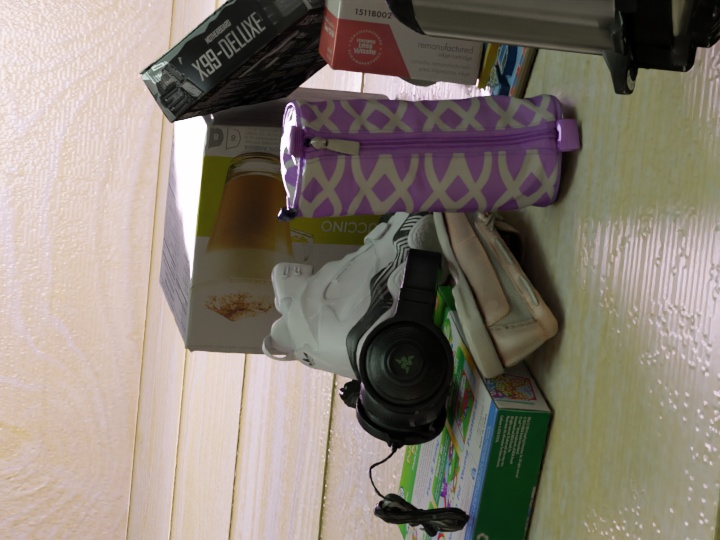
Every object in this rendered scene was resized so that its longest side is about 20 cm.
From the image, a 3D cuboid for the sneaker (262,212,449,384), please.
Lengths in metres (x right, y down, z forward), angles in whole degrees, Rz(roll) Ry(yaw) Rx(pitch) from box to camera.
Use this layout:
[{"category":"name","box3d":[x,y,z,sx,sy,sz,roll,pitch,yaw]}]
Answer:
[{"category":"sneaker","box3d":[0.000,0.000,1.575,0.075,0.114,0.201,70,-146,-48]}]

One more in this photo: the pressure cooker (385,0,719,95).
[{"category":"pressure cooker","box3d":[0.120,-0.199,1.089,0.177,0.198,0.180,80,-156,-46]}]

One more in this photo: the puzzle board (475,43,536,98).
[{"category":"puzzle board","box3d":[0.111,-0.215,1.498,0.151,0.017,0.201,-101,20,-48]}]

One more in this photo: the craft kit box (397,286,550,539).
[{"category":"craft kit box","box3d":[0.076,0.143,1.479,0.198,0.048,0.202,-118,34,-62]}]

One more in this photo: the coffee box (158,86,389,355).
[{"category":"coffee box","box3d":[-0.061,-0.046,1.780,0.200,0.198,0.200,-128,43,-70]}]

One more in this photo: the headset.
[{"category":"headset","box3d":[0.044,0.083,1.426,0.124,0.093,0.202,92,-172,-63]}]

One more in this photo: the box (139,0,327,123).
[{"category":"box","box3d":[-0.065,-0.192,1.657,0.157,0.200,0.050,-36,83,28]}]

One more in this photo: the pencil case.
[{"category":"pencil case","box3d":[0.040,-0.080,1.371,0.086,0.198,0.085,113,152,-68]}]

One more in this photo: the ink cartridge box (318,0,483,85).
[{"category":"ink cartridge box","box3d":[0.041,-0.248,1.522,0.068,0.115,0.202,-121,37,-71]}]

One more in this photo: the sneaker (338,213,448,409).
[{"category":"sneaker","box3d":[0.019,0.026,1.641,0.071,0.097,0.202,129,145,-71]}]

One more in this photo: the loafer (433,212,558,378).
[{"category":"loafer","box3d":[0.095,0.001,1.436,0.201,0.062,0.072,-100,-14,-55]}]

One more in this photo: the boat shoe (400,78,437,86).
[{"category":"boat shoe","box3d":[0.061,-0.240,1.635,0.064,0.070,0.201,-53,-23,-44]}]
